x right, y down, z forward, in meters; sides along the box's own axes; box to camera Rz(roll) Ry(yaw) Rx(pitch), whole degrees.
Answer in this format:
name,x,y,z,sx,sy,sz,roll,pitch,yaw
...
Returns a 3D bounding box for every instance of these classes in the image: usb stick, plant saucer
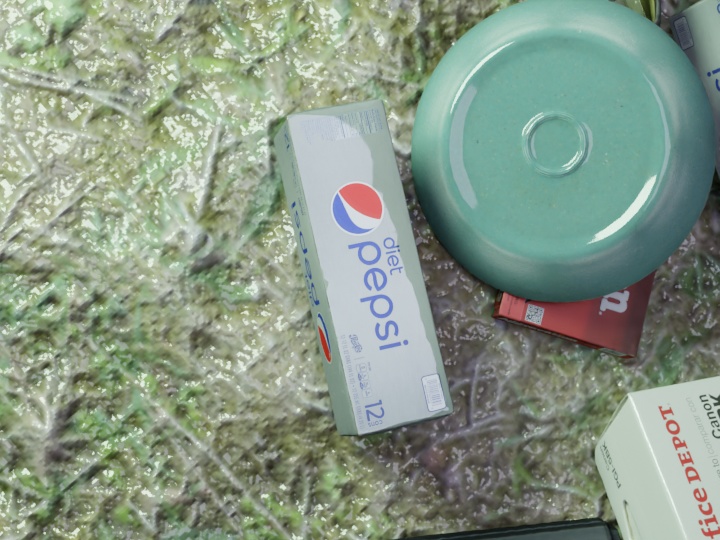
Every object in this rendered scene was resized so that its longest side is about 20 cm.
name,x,y,z,sx,sy,sz,roll,pitch,yaw
usb stick,0.073,0.195,0.872,0.199,0.033,0.056,-4,83,-13
plant saucer,0.126,-0.079,0.872,0.199,0.036,0.201,0,90,14

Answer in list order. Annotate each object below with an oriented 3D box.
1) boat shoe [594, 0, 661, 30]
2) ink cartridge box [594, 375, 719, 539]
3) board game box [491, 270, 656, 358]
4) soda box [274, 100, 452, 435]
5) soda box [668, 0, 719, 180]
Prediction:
name,x,y,z,sx,sy,sz,roll,pitch,yaw
boat shoe,0.158,-0.238,0.919,0.071,0.066,0.202,-15,81,-20
ink cartridge box,0.272,0.142,0.870,0.199,0.083,0.147,-9,59,-13
board game box,0.162,-0.050,0.929,0.102,0.019,0.201,17,80,-11
soda box,0.000,0.000,0.854,0.063,0.068,0.201,-12,85,-12
soda box,0.283,-0.094,0.929,0.068,0.063,0.201,-15,86,-35
